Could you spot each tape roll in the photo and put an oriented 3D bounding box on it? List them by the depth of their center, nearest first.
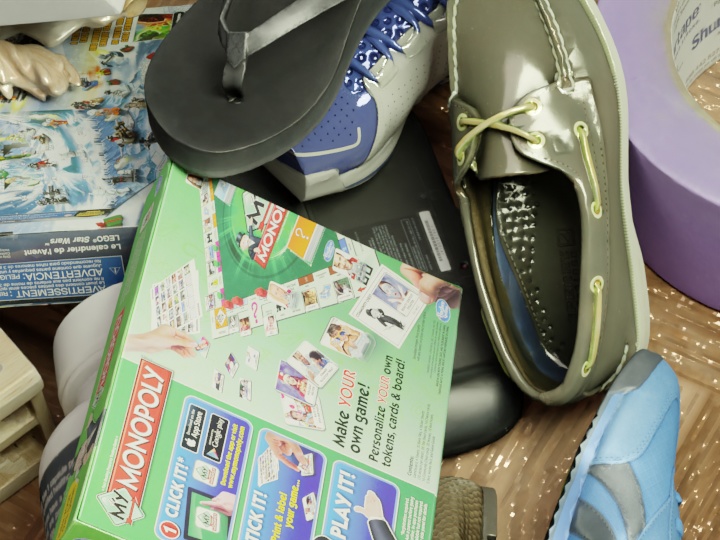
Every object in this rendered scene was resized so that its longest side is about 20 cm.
[{"bbox_3d":[0.203,-0.078,1.089,0.200,0.085,0.200,-3,57,5],"label":"tape roll"}]

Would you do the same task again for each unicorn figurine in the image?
[{"bbox_3d":[-0.158,-0.162,1.139,0.137,0.074,0.200,-3,41,22],"label":"unicorn figurine"}]

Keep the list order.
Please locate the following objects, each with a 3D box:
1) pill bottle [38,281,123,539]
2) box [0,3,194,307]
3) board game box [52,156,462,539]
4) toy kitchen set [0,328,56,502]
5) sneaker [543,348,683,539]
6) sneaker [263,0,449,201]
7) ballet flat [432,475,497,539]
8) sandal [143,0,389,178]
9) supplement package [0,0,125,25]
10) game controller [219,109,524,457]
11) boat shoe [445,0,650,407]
[{"bbox_3d":[-0.065,0.106,0.975,0.120,0.120,0.200,-13,57,-2],"label":"pill bottle"},{"bbox_3d":[-0.143,-0.053,1.090,0.137,0.040,0.200,-3,33,4],"label":"box"},{"bbox_3d":[-0.033,0.054,0.930,0.135,0.029,0.200,24,40,-12],"label":"board game box"},{"bbox_3d":[-0.165,0.125,0.948,0.180,0.163,0.200,-36,61,-17],"label":"toy kitchen set"},{"bbox_3d":[0.105,0.128,0.981,0.078,0.066,0.200,18,63,8],"label":"sneaker"},{"bbox_3d":[0.024,-0.126,1.095,0.081,0.115,0.199,40,55,21],"label":"sneaker"},{"bbox_3d":[0.028,0.133,0.936,0.046,0.067,0.200,13,22,-3],"label":"ballet flat"},{"bbox_3d":[-0.023,-0.120,1.010,0.076,0.043,0.200,25,61,24],"label":"sandal"},{"bbox_3d":[-0.147,-0.217,1.060,0.110,0.114,0.200,-2,57,28],"label":"supplement package"},{"bbox_3d":[0.000,0.000,1.092,0.104,0.042,0.200,-8,55,-17],"label":"game controller"},{"bbox_3d":[0.073,-0.043,1.026,0.072,0.060,0.202,-9,98,30],"label":"boat shoe"}]
